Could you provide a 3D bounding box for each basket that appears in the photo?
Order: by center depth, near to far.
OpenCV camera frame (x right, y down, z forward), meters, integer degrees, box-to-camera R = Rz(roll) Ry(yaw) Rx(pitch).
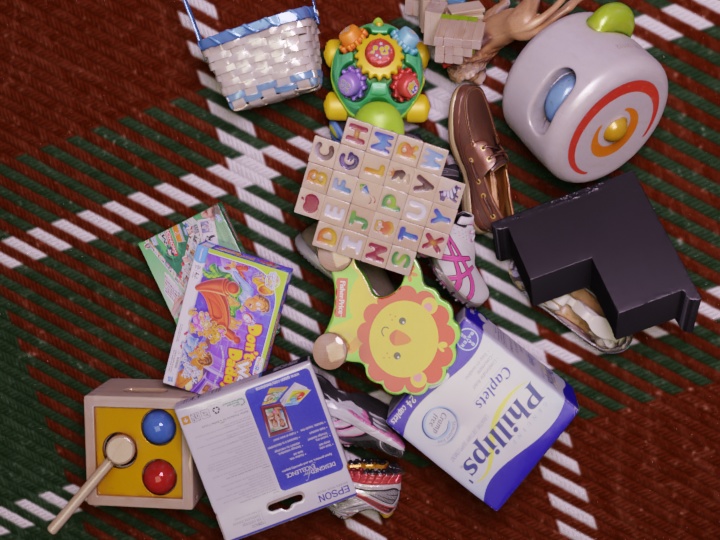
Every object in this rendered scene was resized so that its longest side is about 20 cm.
[{"bbox_3d":[-0.137,-0.320,1.228,0.173,0.139,0.203,-12,105,6],"label":"basket"}]

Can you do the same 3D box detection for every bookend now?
[{"bbox_3d":[0.295,0.006,1.193,0.196,0.092,0.202,-20,59,1],"label":"bookend"}]

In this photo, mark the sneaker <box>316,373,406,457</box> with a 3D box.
[{"bbox_3d":[-0.028,0.219,1.334,0.198,0.080,0.087,26,112,10],"label":"sneaker"}]

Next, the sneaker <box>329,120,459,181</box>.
[{"bbox_3d":[0.046,-0.156,1.277,0.197,0.071,0.084,28,77,4],"label":"sneaker"}]

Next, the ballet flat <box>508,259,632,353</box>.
[{"bbox_3d":[0.289,0.043,1.271,0.199,0.072,0.072,37,100,0],"label":"ballet flat"}]

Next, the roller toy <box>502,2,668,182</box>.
[{"bbox_3d":[0.282,-0.208,1.165,0.181,0.201,0.140,-32,55,-4],"label":"roller toy"}]

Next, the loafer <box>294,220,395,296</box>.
[{"bbox_3d":[0.000,0.000,1.291,0.199,0.075,0.070,40,104,0],"label":"loafer"}]

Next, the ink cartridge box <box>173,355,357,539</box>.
[{"bbox_3d":[-0.127,0.242,1.274,0.195,0.047,0.203,-19,103,-1],"label":"ink cartridge box"}]

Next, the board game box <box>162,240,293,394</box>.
[{"bbox_3d":[-0.184,0.076,1.307,0.132,0.045,0.203,16,99,3],"label":"board game box"}]

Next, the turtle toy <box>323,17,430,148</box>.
[{"bbox_3d":[0.023,-0.239,1.215,0.143,0.101,0.204,0,75,-2],"label":"turtle toy"}]

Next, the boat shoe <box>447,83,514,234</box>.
[{"bbox_3d":[0.168,-0.149,1.245,0.067,0.071,0.204,2,106,51],"label":"boat shoe"}]

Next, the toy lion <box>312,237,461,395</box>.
[{"bbox_3d":[0.038,0.058,1.222,0.188,0.069,0.204,3,91,9],"label":"toy lion"}]

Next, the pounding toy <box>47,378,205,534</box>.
[{"bbox_3d":[-0.325,0.262,1.326,0.196,0.142,0.188,1,97,5],"label":"pounding toy"}]

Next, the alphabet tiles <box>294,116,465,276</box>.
[{"bbox_3d":[0.023,-0.090,1.170,0.197,0.006,0.169,18,106,-1],"label":"alphabet tiles"}]

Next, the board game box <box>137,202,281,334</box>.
[{"bbox_3d":[-0.215,0.023,1.340,0.133,0.029,0.203,-24,95,9],"label":"board game box"}]

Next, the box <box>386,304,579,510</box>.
[{"bbox_3d":[0.166,0.184,1.284,0.199,0.105,0.185,37,100,0],"label":"box"}]

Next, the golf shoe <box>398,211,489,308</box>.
[{"bbox_3d":[0.126,-0.028,1.246,0.092,0.073,0.200,-37,124,8],"label":"golf shoe"}]

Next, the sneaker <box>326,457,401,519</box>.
[{"bbox_3d":[-0.040,0.318,1.338,0.196,0.078,0.084,2,99,6],"label":"sneaker"}]

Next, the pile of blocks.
[{"bbox_3d":[0.111,-0.317,1.204,0.081,0.202,0.063,-9,135,-9],"label":"pile of blocks"}]

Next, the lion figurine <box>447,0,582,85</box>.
[{"bbox_3d":[0.189,-0.309,1.190,0.073,0.200,0.123,48,66,-9],"label":"lion figurine"}]
